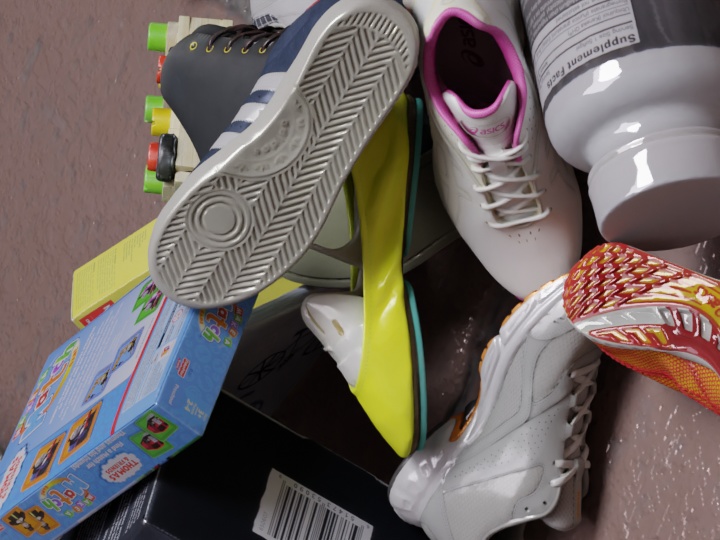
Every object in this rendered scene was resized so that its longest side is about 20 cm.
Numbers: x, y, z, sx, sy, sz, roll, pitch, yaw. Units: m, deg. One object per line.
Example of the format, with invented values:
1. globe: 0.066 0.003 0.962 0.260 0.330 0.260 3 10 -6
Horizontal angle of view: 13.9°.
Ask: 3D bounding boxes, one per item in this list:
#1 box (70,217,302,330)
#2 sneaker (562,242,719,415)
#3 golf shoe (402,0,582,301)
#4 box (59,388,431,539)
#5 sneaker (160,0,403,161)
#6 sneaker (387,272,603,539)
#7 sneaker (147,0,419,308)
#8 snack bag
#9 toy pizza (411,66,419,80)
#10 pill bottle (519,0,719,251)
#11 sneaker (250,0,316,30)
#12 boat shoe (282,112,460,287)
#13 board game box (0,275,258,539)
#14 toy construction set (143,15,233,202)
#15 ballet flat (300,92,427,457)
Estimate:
1. box: -0.076 -0.012 1.777 0.199 0.075 0.050 -30 34 21
2. sneaker: 0.191 0.042 1.461 0.200 0.077 0.073 33 91 38
3. golf shoe: 0.067 -0.066 1.547 0.092 0.075 0.201 -84 -24 -69
4. box: -0.070 0.198 1.665 0.197 0.199 0.124 -49 16 40
5. sneaker: -0.044 -0.121 1.657 0.106 0.075 0.200 54 128 17
6. sneaker: 0.101 0.085 1.587 0.092 0.076 0.200 48 123 25
7. sneaker: -0.039 -0.068 1.550 0.200 0.075 0.085 -49 17 16
8. snack bag: -0.076 0.063 1.746 0.021 0.188 0.200 50 129 13
9. toy pizza: 0.021 -0.200 1.751 0.199 0.032 0.201 -13 69 36
10. pill bottle: 0.142 -0.116 1.513 0.111 0.110 0.201 -38 54 46
11. sneaker: 0.017 -0.155 1.683 0.199 0.076 0.081 9 96 44
12. boat shoe: 0.032 -0.050 1.661 0.199 0.066 0.075 -27 101 29
13. board game box: -0.133 0.068 1.637 0.200 0.037 0.152 -35 25 43
14. toy construction set: -0.097 -0.075 1.860 0.131 0.092 0.201 102 158 -62
15. ballet flat: 0.000 0.000 1.592 0.067 0.067 0.201 159 111 -79
